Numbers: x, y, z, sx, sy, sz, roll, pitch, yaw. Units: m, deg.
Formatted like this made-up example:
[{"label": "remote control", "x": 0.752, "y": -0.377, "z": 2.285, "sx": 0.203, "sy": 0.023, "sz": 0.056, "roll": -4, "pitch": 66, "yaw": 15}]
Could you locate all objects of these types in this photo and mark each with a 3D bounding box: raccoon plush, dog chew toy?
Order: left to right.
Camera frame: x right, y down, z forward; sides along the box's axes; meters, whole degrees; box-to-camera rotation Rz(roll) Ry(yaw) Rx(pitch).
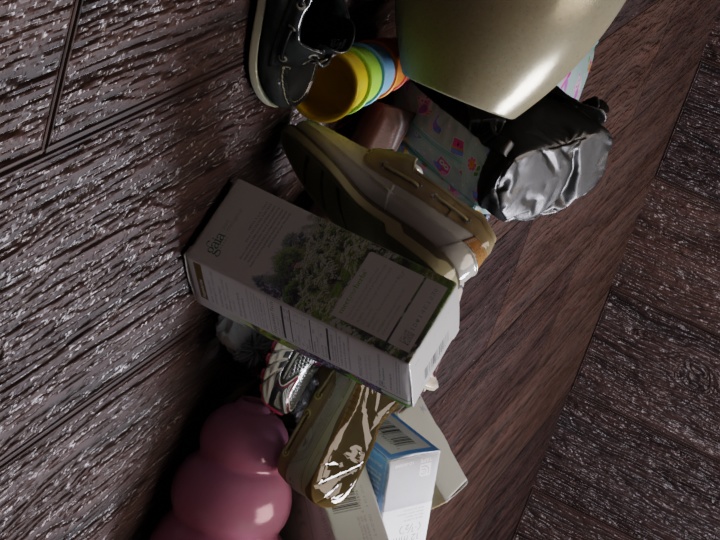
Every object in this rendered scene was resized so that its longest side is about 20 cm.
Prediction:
[{"label": "dog chew toy", "x": -0.115, "y": 0.207, "z": 1.604, "sx": 0.124, "sy": 0.124, "sz": 0.201, "roll": -16, "pitch": 121, "yaw": -71}, {"label": "raccoon plush", "x": -0.074, "y": 0.056, "z": 1.631, "sx": 0.097, "sy": 0.134, "sz": 0.200, "roll": -47, "pitch": 130, "yaw": -9}]

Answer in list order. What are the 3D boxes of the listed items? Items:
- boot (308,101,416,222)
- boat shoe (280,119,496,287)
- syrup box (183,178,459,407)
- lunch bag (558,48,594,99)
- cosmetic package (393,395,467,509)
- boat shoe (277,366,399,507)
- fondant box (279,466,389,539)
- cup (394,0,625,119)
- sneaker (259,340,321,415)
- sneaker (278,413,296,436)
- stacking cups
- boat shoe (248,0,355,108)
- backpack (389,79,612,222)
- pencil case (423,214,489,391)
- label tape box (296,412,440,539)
[{"label": "boot", "x": -0.014, "y": -0.075, "z": 1.586, "sx": 0.200, "sy": 0.064, "sz": 0.186, "roll": -59, "pitch": 178, "yaw": -12}, {"label": "boat shoe", "x": 0.021, "y": -0.058, "z": 1.458, "sx": 0.068, "sy": 0.200, "sz": 0.075, "roll": -39, "pitch": 156, "yaw": -19}, {"label": "syrup box", "x": -0.029, "y": 0.017, "z": 1.413, "sx": 0.079, "sy": 0.199, "sz": 0.082, "roll": -58, "pitch": 162, "yaw": -24}, {"label": "lunch bag", "x": 0.160, "y": -0.182, "z": 1.918, "sx": 0.171, "sy": 0.122, "sz": 0.200, "roll": -68, "pitch": 171, "yaw": 14}, {"label": "cosmetic package", "x": -0.008, "y": 0.214, "z": 1.812, "sx": 0.200, "sy": 0.105, "sz": 0.071, "roll": -31, "pitch": 179, "yaw": 24}, {"label": "boat shoe", "x": -0.008, "y": 0.100, "z": 1.564, "sx": 0.200, "sy": 0.066, "sz": 0.074, "roll": -58, "pitch": 138, "yaw": -13}, {"label": "fondant box", "x": -0.053, "y": 0.247, "z": 1.669, "sx": 0.058, "sy": 0.145, "sz": 0.200, "roll": -7, "pitch": 160, "yaw": -33}, {"label": "cup", "x": 0.106, "y": -0.209, "z": 1.517, "sx": 0.144, "sy": 0.200, "sz": 0.200, "roll": -67, "pitch": 165, "yaw": 9}, {"label": "sneaker", "x": -0.009, "y": 0.040, "z": 1.508, "sx": 0.200, "sy": 0.075, "sz": 0.081, "roll": -50, "pitch": 172, "yaw": 4}, {"label": "sneaker", "x": -0.039, "y": 0.138, "z": 1.823, "sx": 0.200, "sy": 0.078, "sz": 0.089, "roll": -48, "pitch": 155, "yaw": -50}, {"label": "stacking cups", "x": -0.003, "y": -0.162, "z": 1.521, "sx": 0.061, "sy": 0.060, "sz": 0.200, "roll": -69, "pitch": 169, "yaw": 16}, {"label": "boat shoe", "x": -0.035, "y": -0.182, "z": 1.334, "sx": 0.075, "sy": 0.066, "sz": 0.200, "roll": -54, "pitch": 162, "yaw": -38}, {"label": "backpack", "x": 0.109, "y": -0.129, "z": 1.681, "sx": 0.166, "sy": 0.200, "sz": 0.127, "roll": -11, "pitch": 128, "yaw": -42}, {"label": "pencil case", "x": 0.069, "y": 0.024, "z": 1.896, "sx": 0.089, "sy": 0.078, "sz": 0.201, "roll": 14, "pitch": 93, "yaw": -51}, {"label": "label tape box", "x": -0.005, "y": 0.224, "z": 1.702, "sx": 0.066, "sy": 0.143, "sz": 0.201, "roll": -10, "pitch": 119, "yaw": -34}]
